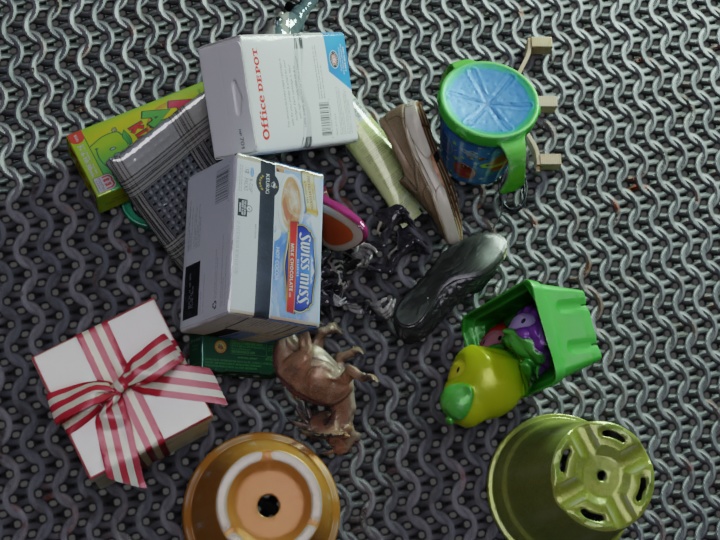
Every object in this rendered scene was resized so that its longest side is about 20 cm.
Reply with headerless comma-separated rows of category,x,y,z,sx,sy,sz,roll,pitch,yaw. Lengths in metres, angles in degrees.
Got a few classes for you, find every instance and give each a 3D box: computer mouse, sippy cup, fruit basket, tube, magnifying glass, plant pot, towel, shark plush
computer mouse,0.181,-0.055,1.723,0.058,0.034,0.201,25,71,10
sippy cup,0.163,-0.190,1.695,0.138,0.131,0.179,13,56,1
fruit basket,0.177,0.111,1.589,0.214,0.216,0.157,-11,77,-11
tube,0.024,-0.157,1.723,0.058,0.052,0.200,-40,88,24
magnifying glass,-0.222,-0.105,1.683,0.198,0.022,0.080,-11,73,-13
plant pot,0.275,0.267,1.570,0.198,0.184,0.202,2,75,-8
plant pot,-0.116,0.288,1.509,0.198,0.183,0.202,2,75,-7
towel,-0.201,-0.123,1.634,0.200,0.034,0.193,-39,116,-14
shark plush,-0.105,-0.309,1.753,0.083,0.091,0.201,32,51,-19

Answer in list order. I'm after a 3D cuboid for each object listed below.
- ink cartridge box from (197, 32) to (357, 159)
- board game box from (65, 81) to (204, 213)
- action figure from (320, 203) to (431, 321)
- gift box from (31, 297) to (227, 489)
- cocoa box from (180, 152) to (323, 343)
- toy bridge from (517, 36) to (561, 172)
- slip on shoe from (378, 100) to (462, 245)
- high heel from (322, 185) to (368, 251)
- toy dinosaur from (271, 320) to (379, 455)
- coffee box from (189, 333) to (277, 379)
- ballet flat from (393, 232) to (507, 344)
ink cartridge box,-0.103,-0.227,1.618,0.199,0.085,0.148,-13,97,-48
board game box,-0.278,-0.165,1.665,0.199,0.048,0.102,-25,71,-17
action figure,0.000,0.000,1.640,0.200,0.102,0.119,-40,128,-22
gift box,-0.273,0.161,1.520,0.184,0.187,0.201,-31,80,-14
cocoa box,-0.133,-0.023,1.543,0.130,0.133,0.202,11,73,-33
toy bridge,0.246,-0.236,1.782,0.067,0.027,0.202,0,75,-5
slip on shoe,0.083,-0.126,1.687,0.060,0.076,0.201,-19,100,15
high heel,-0.031,-0.080,1.622,0.096,0.199,0.068,-26,120,-30
toy dinosaur,-0.061,0.140,1.591,0.200,0.086,0.136,44,99,4
coffee box,-0.159,0.036,1.622,0.122,0.044,0.202,6,76,-30
ballet flat,0.117,0.019,1.660,0.200,0.057,0.066,-40,65,-17
